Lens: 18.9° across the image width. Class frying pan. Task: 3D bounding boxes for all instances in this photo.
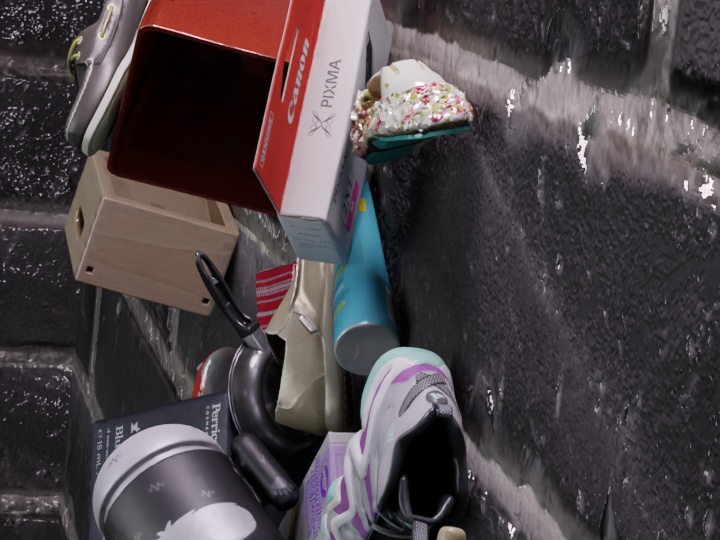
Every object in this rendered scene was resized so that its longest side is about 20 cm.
[{"bbox_3d":[-0.073,0.069,1.828,0.031,0.114,0.192,-12,89,42],"label":"frying pan"}]

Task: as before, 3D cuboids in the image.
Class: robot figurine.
[{"bbox_3d":[-0.131,0.215,1.713,0.200,0.149,0.126,51,144,35],"label":"robot figurine"}]

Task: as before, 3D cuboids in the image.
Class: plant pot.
[{"bbox_3d":[-0.094,-0.187,1.858,0.201,0.198,0.177,113,168,-53],"label":"plant pot"}]

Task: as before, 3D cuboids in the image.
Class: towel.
[{"bbox_3d":[-0.082,0.095,2.044,0.145,0.022,0.202,172,102,-75],"label":"towel"}]

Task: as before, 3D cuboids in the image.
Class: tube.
[{"bbox_3d":[0.000,0.000,1.709,0.201,0.050,0.078,-95,21,-53],"label":"tube"}]

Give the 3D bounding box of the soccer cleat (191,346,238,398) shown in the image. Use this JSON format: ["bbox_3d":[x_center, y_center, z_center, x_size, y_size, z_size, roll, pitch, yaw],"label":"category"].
[{"bbox_3d":[-0.123,0.170,2.020,0.085,0.068,0.202,-133,45,-59],"label":"soccer cleat"}]

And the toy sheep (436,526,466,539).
[{"bbox_3d":[0.041,0.256,1.309,0.138,0.137,0.202,154,134,-74],"label":"toy sheep"}]

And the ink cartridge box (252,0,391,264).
[{"bbox_3d":[-0.025,-0.129,1.632,0.174,0.043,0.202,67,-148,-68],"label":"ink cartridge box"}]

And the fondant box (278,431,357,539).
[{"bbox_3d":[-0.018,0.233,1.681,0.200,0.058,0.145,118,153,-56],"label":"fondant box"}]

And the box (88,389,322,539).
[{"bbox_3d":[-0.136,0.220,1.884,0.199,0.117,0.199,-15,69,44],"label":"box"}]

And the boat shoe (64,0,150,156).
[{"bbox_3d":[-0.219,-0.188,1.865,0.072,0.060,0.202,113,178,-59],"label":"boat shoe"}]

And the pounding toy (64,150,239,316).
[{"bbox_3d":[-0.229,-0.029,2.395,0.200,0.183,0.143,-118,47,-64],"label":"pounding toy"}]

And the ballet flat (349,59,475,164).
[{"bbox_3d":[0.028,-0.117,1.548,0.200,0.075,0.065,168,91,-74],"label":"ballet flat"}]

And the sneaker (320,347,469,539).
[{"bbox_3d":[0.027,0.167,1.478,0.140,0.077,0.202,-115,32,-64],"label":"sneaker"}]

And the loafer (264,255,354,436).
[{"bbox_3d":[-0.046,0.043,1.787,0.076,0.068,0.202,80,-176,-61],"label":"loafer"}]
